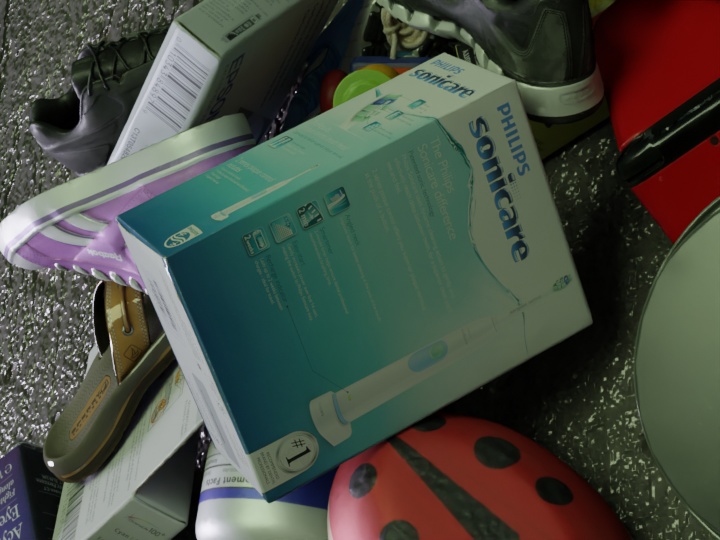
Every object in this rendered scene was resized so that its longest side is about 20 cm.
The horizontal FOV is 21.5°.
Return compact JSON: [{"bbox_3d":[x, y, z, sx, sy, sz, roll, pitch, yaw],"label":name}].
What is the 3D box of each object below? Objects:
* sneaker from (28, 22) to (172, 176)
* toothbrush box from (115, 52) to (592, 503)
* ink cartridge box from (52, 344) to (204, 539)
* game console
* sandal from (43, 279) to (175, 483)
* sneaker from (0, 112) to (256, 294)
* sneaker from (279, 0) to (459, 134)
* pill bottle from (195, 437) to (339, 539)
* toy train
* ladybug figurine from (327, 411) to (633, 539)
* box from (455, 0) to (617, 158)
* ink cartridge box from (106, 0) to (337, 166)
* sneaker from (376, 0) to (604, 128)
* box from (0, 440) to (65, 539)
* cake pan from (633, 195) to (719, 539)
[{"bbox_3d":[-0.147,-0.130,1.297,0.200,0.091,0.076,-38,39,23],"label":"sneaker"},{"bbox_3d":[0.000,0.000,0.961,0.200,0.147,0.085,-28,25,-14],"label":"toothbrush box"},{"bbox_3d":[-0.115,0.075,1.147,0.176,0.045,0.200,-44,27,31],"label":"ink cartridge box"},{"bbox_3d":[0.231,-0.097,0.936,0.200,0.172,0.119,-36,8,28],"label":"game console"},{"bbox_3d":[-0.140,0.032,1.125,0.200,0.055,0.082,-55,23,8],"label":"sandal"},{"bbox_3d":[-0.123,-0.004,1.053,0.200,0.073,0.115,-18,94,43],"label":"sneaker"},{"bbox_3d":[-0.006,-0.102,1.181,0.200,0.078,0.090,-58,23,5],"label":"sneaker"},{"bbox_3d":[-0.031,0.111,1.060,0.112,0.112,0.201,-8,66,41],"label":"pill bottle"},{"bbox_3d":[0.012,-0.100,1.065,0.084,0.116,0.201,2,95,10],"label":"toy train"},{"bbox_3d":[0.060,0.139,0.948,0.136,0.072,0.200,-43,60,-17],"label":"ladybug figurine"},{"bbox_3d":[0.148,-0.141,1.049,0.200,0.050,0.075,-31,51,29],"label":"box"},{"bbox_3d":[-0.073,-0.114,1.149,0.041,0.200,0.200,40,136,6],"label":"ink cartridge box"},{"bbox_3d":[0.062,-0.160,0.997,0.200,0.066,0.091,46,148,43],"label":"sneaker"},{"bbox_3d":[-0.204,0.235,1.175,0.148,0.104,0.200,-39,48,23],"label":"box"},{"bbox_3d":[0.211,0.046,0.866,0.200,0.037,0.201,-2,87,33],"label":"cake pan"}]
